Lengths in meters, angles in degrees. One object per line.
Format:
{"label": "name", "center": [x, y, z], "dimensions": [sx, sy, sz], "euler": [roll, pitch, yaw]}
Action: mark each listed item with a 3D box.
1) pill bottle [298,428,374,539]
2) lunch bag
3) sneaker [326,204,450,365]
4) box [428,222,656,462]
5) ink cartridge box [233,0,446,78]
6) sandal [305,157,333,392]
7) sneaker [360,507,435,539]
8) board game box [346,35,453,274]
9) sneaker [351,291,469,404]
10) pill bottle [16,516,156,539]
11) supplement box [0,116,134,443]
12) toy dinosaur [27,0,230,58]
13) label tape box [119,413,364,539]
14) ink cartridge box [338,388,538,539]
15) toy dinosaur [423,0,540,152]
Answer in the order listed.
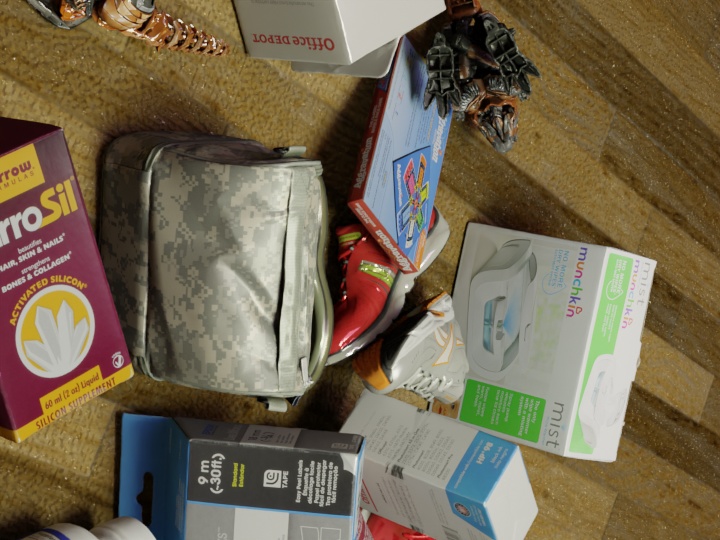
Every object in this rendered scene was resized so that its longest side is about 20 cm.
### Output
{"label": "pill bottle", "center": [-0.045, 0.249, 1.315], "dimensions": [0.114, 0.113, 0.201], "euler": [-43, 126, -30]}
{"label": "lunch bag", "center": [-0.105, -0.003, 1.160], "dimensions": [0.138, 0.167, 0.203], "euler": [-4, 102, -44]}
{"label": "sneaker", "center": [0.000, 0.000, 1.351], "dimensions": [0.085, 0.077, 0.201], "euler": [47, 58, -22]}
{"label": "box", "center": [0.178, 0.069, 1.460], "dimensions": [0.096, 0.175, 0.202], "euler": [12, 91, -46]}
{"label": "ink cartridge box", "center": [-0.028, -0.263, 1.212], "dimensions": [0.125, 0.128, 0.202], "euler": [-34, 122, -36]}
{"label": "sandal", "center": [-0.064, 0.005, 1.282], "dimensions": [0.057, 0.080, 0.204], "euler": [-4, 96, -26]}
{"label": "sneaker", "center": [0.056, 0.246, 1.416], "dimensions": [0.078, 0.115, 0.202], "euler": [3, 96, -45]}
{"label": "board game box", "center": [0.039, -0.107, 1.337], "dimensions": [0.103, 0.019, 0.202], "euler": [49, 42, -38]}
{"label": "sneaker", "center": [0.060, 0.085, 1.350], "dimensions": [0.093, 0.075, 0.200], "euler": [61, 24, -3]}
{"label": "pill bottle", "center": [-0.245, 0.257, 1.115], "dimensions": [0.199, 0.111, 0.113], "euler": [-18, 112, -42]}
{"label": "supplement box", "center": [-0.252, 0.005, 1.071], "dimensions": [0.110, 0.085, 0.202], "euler": [-31, 119, -37]}
{"label": "toy dinosaur", "center": [-0.175, -0.228, 1.113], "dimensions": [0.136, 0.102, 0.200], "euler": [-50, 149, 4]}
{"label": "label tape box", "center": [-0.101, 0.199, 1.181], "dimensions": [0.063, 0.197, 0.146], "euler": [-65, 159, -79]}
{"label": "ink cartridge box", "center": [0.050, 0.177, 1.324], "dimensions": [0.067, 0.198, 0.116], "euler": [-56, 147, -26]}
{"label": "toy dinosaur", "center": [0.100, -0.201, 1.379], "dimensions": [0.200, 0.102, 0.136], "euler": [50, 18, -15]}
